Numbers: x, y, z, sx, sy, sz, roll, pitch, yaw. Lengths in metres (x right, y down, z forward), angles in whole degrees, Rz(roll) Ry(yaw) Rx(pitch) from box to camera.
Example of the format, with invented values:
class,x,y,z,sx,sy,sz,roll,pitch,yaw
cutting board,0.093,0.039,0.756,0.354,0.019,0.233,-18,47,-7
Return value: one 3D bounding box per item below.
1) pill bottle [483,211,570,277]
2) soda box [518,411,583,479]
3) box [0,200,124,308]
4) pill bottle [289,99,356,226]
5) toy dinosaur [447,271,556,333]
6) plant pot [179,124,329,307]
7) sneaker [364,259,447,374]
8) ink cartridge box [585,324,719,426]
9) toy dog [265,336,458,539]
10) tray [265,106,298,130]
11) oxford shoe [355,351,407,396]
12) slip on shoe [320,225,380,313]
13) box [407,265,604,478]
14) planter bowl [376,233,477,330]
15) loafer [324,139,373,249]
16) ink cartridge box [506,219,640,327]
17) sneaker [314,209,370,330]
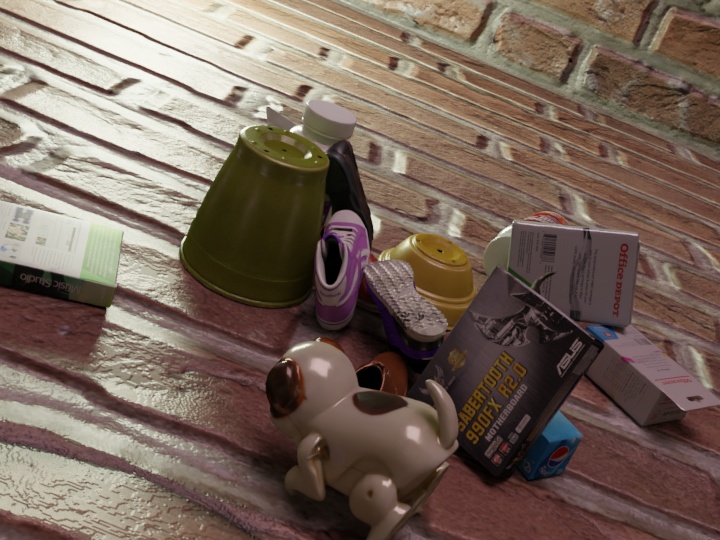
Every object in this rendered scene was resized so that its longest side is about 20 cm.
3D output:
class,x,y,z,sx,sy,sz,roll,pitch,yaw
pill bottle,0.295,-0.034,1.615,0.109,0.111,0.199,33,27,21
soda box,0.190,0.174,1.193,0.067,0.065,0.200,1,33,-37
box,-0.395,-0.025,1.136,0.197,0.037,0.145,13,28,-17
pill bottle,-0.076,-0.157,1.446,0.110,0.203,0.112,18,25,-9
toy dinosaur,0.221,0.078,1.322,0.077,0.199,0.102,49,-2,28
plant pot,-0.130,-0.086,1.279,0.197,0.195,0.201,18,27,-9
sneaker,0.053,0.067,1.249,0.068,0.101,0.201,-10,35,-15
ink cartridge box,0.428,0.166,1.391,0.114,0.069,0.200,1,33,-38
toy dog,-0.013,0.159,0.926,0.199,0.196,0.139,37,41,16
tray,-0.100,-0.205,1.652,0.199,0.108,0.022,36,59,23
oxford shoe,0.020,0.138,1.119,0.070,0.072,0.200,25,24,10
slip on shoe,0.000,0.000,1.357,0.073,0.062,0.199,-25,50,-40
box,0.173,0.121,1.121,0.158,0.201,0.048,40,9,32
planter bowl,0.111,0.000,1.434,0.197,0.084,0.201,18,27,-9
loafer,-0.012,-0.101,1.398,0.071,0.203,0.063,8,40,28
ink cartridge box,0.330,0.003,1.460,0.196,0.150,0.083,7,7,9
sneaker,-0.025,-0.032,1.274,0.071,0.115,0.203,-1,48,4
